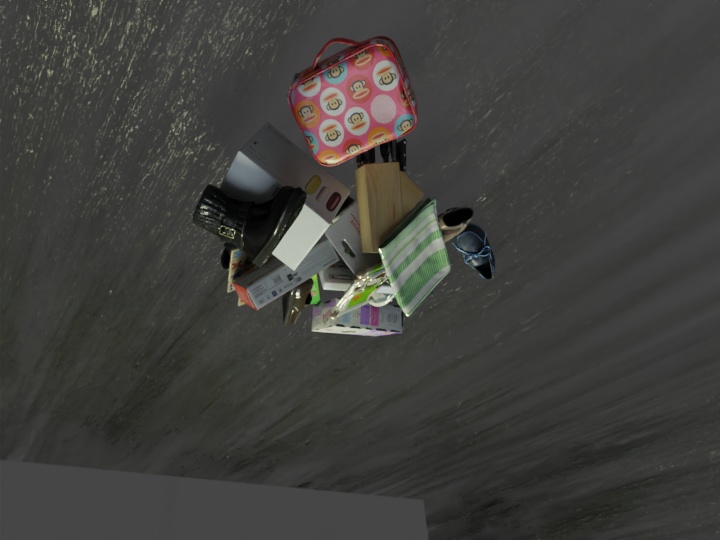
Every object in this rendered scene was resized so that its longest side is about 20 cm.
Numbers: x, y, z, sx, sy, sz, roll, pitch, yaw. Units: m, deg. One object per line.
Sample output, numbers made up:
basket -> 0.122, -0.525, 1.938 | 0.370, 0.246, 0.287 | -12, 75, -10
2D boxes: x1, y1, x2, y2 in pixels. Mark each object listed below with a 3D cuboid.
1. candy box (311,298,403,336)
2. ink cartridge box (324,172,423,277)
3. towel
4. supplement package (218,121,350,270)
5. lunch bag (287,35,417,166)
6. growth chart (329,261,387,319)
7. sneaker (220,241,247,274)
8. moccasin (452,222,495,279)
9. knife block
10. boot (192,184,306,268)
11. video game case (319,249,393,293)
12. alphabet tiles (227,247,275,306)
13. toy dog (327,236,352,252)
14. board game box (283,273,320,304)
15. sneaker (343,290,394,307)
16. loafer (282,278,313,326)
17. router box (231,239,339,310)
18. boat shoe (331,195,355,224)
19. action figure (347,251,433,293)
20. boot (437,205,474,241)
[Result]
candy box -> -0.011, 0.127, 1.487 | 0.195, 0.074, 0.167 | 8, 167, -25
ink cartridge box -> 0.025, -0.092, 1.097 | 0.117, 0.199, 0.067 | 52, 166, -12
towel -> 0.110, -0.022, 1.072 | 0.152, 0.023, 0.202 | -44, 140, -19
supplement package -> -0.147, -0.134, 1.045 | 0.198, 0.112, 0.156 | 37, 134, -9
lunch bag -> -0.017, -0.283, 0.917 | 0.196, 0.083, 0.179 | -18, 119, 17
growth chart -> 0.015, 0.031, 1.109 | 0.143, 0.018, 0.201 | -25, 162, -34
sneaker -> -0.270, -0.014, 1.287 | 0.096, 0.071, 0.202 | -25, 151, -24
moccasin -> 0.283, -0.043, 1.342 | 0.079, 0.070, 0.199 | -28, 142, 24
knife block -> 0.020, -0.158, 1.026 | 0.175, 0.201, 0.064 | 40, 170, -13
boot -> -0.195, -0.103, 0.961 | 0.157, 0.080, 0.211 | 37, 135, -8
video game case -> 0.000, 0.000, 1.282 | 0.194, 0.183, 0.023 | 4, 115, -13
alphabet tiles -> -0.225, -0.001, 1.278 | 0.165, 0.008, 0.202 | -23, 148, -34
toy dog -> 0.030, -0.099, 1.234 | 0.196, 0.099, 0.131 | -9, 153, 32
board game box -> -0.153, 0.027, 1.423 | 0.093, 0.031, 0.202 | -4, 143, -2
sneaker -> 0.009, 0.031, 1.357 | 0.197, 0.079, 0.086 | 2, 149, 47
loafer -> -0.155, 0.080, 1.411 | 0.069, 0.075, 0.201 | 0, 150, -15
router box -> -0.161, 0.001, 1.188 | 0.197, 0.050, 0.179 | -32, -166, -17
boat shoe -> -0.071, -0.125, 1.153 | 0.197, 0.073, 0.066 | 26, 162, -3
action figure -> 0.065, -0.014, 1.192 | 0.194, 0.055, 0.121 | 9, 112, 6
boot -> 0.152, -0.078, 1.223 | 0.198, 0.071, 0.146 | -33, 176, -26
